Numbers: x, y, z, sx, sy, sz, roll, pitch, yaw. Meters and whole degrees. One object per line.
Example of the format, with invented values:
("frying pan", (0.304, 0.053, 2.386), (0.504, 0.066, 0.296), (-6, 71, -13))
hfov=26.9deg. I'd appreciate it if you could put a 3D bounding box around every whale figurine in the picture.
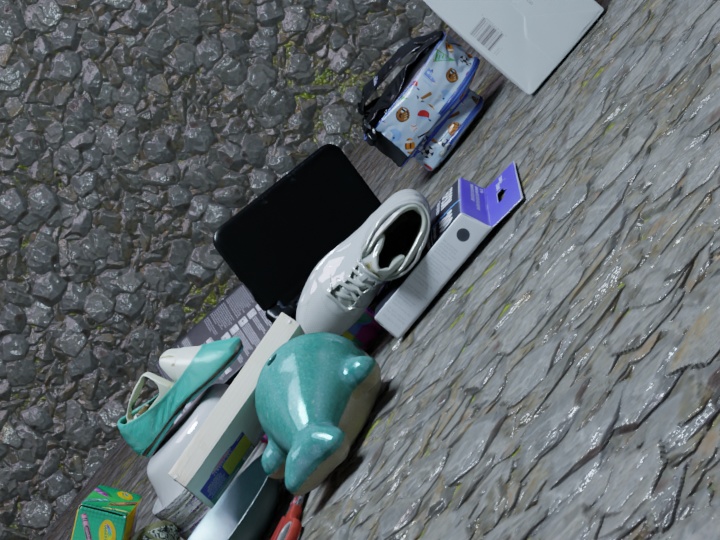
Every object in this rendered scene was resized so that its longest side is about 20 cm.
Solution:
("whale figurine", (-0.050, 0.132, 1.433), (0.159, 0.104, 0.200), (-45, 12, 17))

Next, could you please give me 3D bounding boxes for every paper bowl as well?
("paper bowl", (-0.176, 0.216, 1.788), (0.201, 0.104, 0.201), (-50, 6, 8))

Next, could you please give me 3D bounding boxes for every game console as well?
("game console", (-0.060, -0.012, 1.748), (0.200, 0.116, 0.177), (-40, -29, -25))

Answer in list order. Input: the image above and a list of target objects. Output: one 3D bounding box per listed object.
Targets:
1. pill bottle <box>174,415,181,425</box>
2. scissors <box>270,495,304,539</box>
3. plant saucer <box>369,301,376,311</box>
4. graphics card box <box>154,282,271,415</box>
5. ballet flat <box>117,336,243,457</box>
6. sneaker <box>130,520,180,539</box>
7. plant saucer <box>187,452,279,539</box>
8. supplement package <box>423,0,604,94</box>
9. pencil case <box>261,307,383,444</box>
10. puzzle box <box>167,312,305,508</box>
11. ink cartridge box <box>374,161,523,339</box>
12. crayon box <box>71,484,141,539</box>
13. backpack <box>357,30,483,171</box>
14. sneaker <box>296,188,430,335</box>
("pill bottle", (-0.171, 0.146, 2.047), (0.200, 0.111, 0.111), (-48, 8, 26))
("scissors", (-0.059, 0.223, 1.412), (0.073, 0.014, 0.201), (-48, 7, 40))
("plant saucer", (-0.039, 0.081, 1.896), (0.201, 0.029, 0.200), (-50, 7, 8))
("graphics card box", (-0.161, 0.099, 1.919), (0.200, 0.051, 0.126), (-42, 43, 1))
("ballet flat", (-0.221, 0.136, 1.770), (0.200, 0.070, 0.067), (-48, 7, 21))
("sneaker", (-0.211, 0.332, 1.643), (0.088, 0.077, 0.200), (-28, 17, 15))
("plant saucer", (-0.135, 0.272, 1.522), (0.202, 0.039, 0.201), (-51, 7, 9))
("supplement package", (0.194, -0.358, 1.965), (0.147, 0.191, 0.200), (-48, 7, 13))
("pencil case", (-0.060, 0.111, 1.674), (0.201, 0.088, 0.088), (-52, 8, -6))
("puzzle box", (-0.118, 0.148, 1.554), (0.201, 0.025, 0.133), (-55, -15, -12))
("ink cartridge box", (0.093, -0.037, 1.624), (0.200, 0.043, 0.198), (-48, 8, 13))
("crayon box", (-0.303, 0.356, 1.703), (0.119, 0.058, 0.203), (-100, 23, -88))
("backpack", (0.096, -0.249, 2.192), (0.192, 0.153, 0.200), (-57, 12, 14))
("sneaker", (0.000, 0.000, 1.570), (0.201, 0.073, 0.116), (-52, 5, 6))
